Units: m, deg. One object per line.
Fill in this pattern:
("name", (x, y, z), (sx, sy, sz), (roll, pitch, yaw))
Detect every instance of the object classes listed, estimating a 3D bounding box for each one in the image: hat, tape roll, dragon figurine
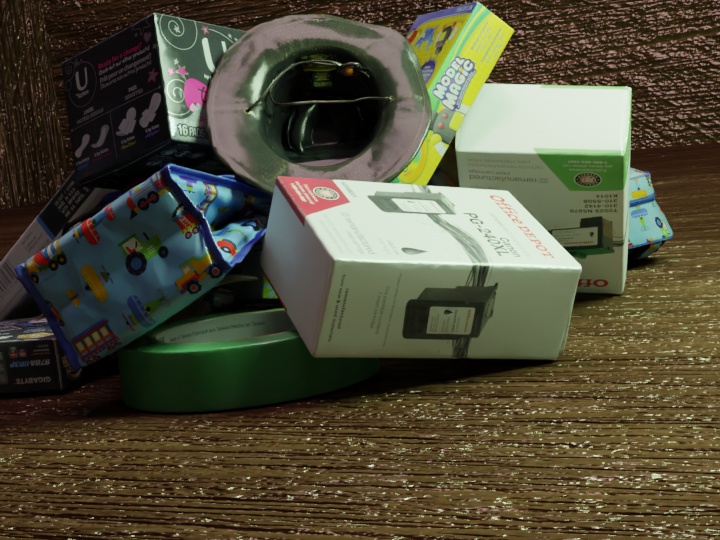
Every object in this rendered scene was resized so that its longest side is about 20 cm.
("hat", (-0.034, -0.113, 1.450), (0.200, 0.201, 0.081), (-7, -36, -3))
("tape roll", (-0.086, 0.065, 1.377), (0.200, 0.048, 0.200), (-7, 6, 1))
("dragon figurine", (-0.142, 0.012, 1.535), (0.200, 0.059, 0.099), (-43, 17, 50))

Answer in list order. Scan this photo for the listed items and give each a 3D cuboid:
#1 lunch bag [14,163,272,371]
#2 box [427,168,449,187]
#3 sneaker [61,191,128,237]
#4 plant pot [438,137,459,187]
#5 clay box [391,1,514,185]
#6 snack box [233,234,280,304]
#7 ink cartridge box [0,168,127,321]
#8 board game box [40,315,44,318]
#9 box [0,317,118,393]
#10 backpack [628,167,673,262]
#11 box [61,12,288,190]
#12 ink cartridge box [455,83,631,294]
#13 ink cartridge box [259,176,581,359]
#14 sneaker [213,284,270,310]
("lunch bag", (-0.146, -0.011, 1.387), (0.151, 0.094, 0.200), (-32, -3, 17))
("box", (0.016, -0.029, 1.740), (0.200, 0.122, 0.048), (-11, -23, -38))
("sneaker", (-0.223, -0.019, 1.522), (0.091, 0.076, 0.200), (-14, -19, -41))
("plant pot", (0.113, -0.117, 1.714), (0.027, 0.200, 0.200), (-44, 17, -13))
("clay box", (0.041, -0.129, 1.513), (0.048, 0.200, 0.115), (35, -13, -21))
("snack box", (0.000, 0.000, 1.541), (0.200, 0.068, 0.169), (1, -2, -13))
("ink cartridge box", (-0.246, -0.036, 1.673), (0.198, 0.043, 0.200), (-47, -14, 27))
("board game box", (-0.228, 0.013, 1.755), (0.105, 0.023, 0.200), (-48, -14, 26))
("box", (-0.316, 0.073, 1.540), (0.200, 0.046, 0.159), (-5, 6, 15))
("backpack", (0.215, -0.067, 1.828), (0.182, 0.135, 0.200), (-10, 9, -24))
("box", (-0.135, -0.137, 1.531), (0.132, 0.115, 0.200), (-20, -15, 40))
("ink cartridge box", (0.164, -0.069, 1.570), (0.146, 0.200, 0.084), (2, 53, 10))
("ink cartridge box", (0.043, -0.002, 1.328), (0.200, 0.083, 0.145), (2, 26, -22))
("sneaker", (-0.088, -0.001, 1.792), (0.200, 0.082, 0.073), (0, 8, 38))
